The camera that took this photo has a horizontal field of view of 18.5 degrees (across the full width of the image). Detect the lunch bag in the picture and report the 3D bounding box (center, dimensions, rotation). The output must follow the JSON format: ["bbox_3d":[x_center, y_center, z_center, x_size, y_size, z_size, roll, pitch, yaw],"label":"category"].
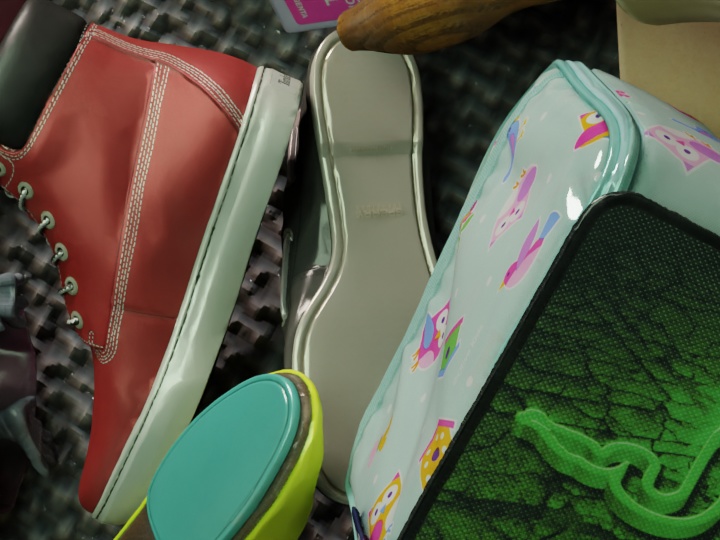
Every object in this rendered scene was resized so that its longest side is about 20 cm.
[{"bbox_3d":[0.060,0.030,0.792,0.201,0.077,0.160,-63,15,14],"label":"lunch bag"}]

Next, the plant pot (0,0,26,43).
[{"bbox_3d":[-0.273,-0.140,1.014,0.199,0.179,0.201,-9,68,24],"label":"plant pot"}]

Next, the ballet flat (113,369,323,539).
[{"bbox_3d":[-0.067,0.119,0.884,0.200,0.067,0.067,-49,42,18],"label":"ballet flat"}]

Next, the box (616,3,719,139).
[{"bbox_3d":[0.171,-0.116,0.808,0.163,0.021,0.201,2,110,20],"label":"box"}]

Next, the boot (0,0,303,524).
[{"bbox_3d":[-0.120,-0.004,0.910,0.144,0.072,0.201,17,97,-5],"label":"boot"}]

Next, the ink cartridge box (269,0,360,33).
[{"bbox_3d":[0.065,-0.161,0.913,0.199,0.042,0.120,-7,46,26],"label":"ink cartridge box"}]

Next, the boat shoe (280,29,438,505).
[{"bbox_3d":[0.000,0.000,0.915,0.067,0.057,0.201,3,76,-10],"label":"boat shoe"}]

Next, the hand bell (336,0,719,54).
[{"bbox_3d":[0.072,-0.109,0.805,0.199,0.104,0.105,-10,69,39],"label":"hand bell"}]

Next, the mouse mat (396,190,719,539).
[{"bbox_3d":[0.126,0.084,0.718,0.199,0.008,0.161,27,103,-7],"label":"mouse mat"}]

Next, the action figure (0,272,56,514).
[{"bbox_3d":[-0.239,0.060,0.961,0.199,0.149,0.135,-2,78,11],"label":"action figure"}]
